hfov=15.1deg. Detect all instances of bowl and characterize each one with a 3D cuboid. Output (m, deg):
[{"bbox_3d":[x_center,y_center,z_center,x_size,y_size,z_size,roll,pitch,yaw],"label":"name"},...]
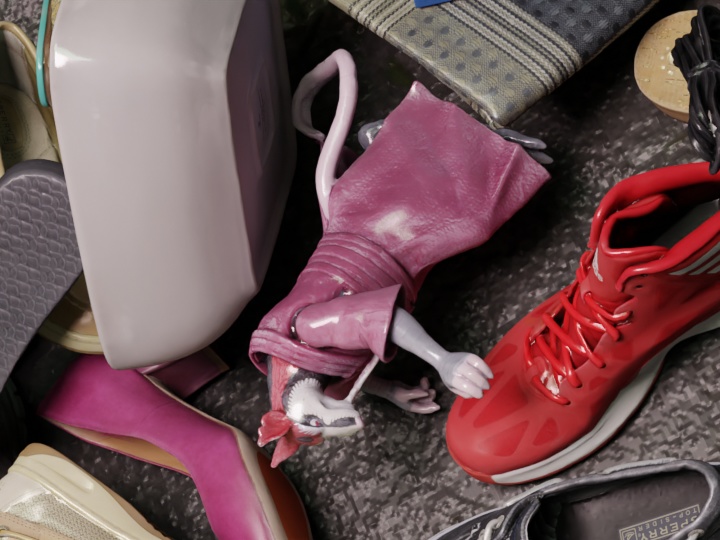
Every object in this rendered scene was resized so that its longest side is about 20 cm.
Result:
[{"bbox_3d":[-0.081,-0.071,1.288,0.075,0.200,0.200,1,34,9],"label":"bowl"}]

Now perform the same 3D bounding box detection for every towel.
[{"bbox_3d":[0.066,-0.175,1.315,0.193,0.035,0.200,-42,61,-15],"label":"towel"}]

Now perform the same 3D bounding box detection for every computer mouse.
[{"bbox_3d":[0.200,-0.027,1.173,0.046,0.200,0.140,-43,23,25],"label":"computer mouse"}]

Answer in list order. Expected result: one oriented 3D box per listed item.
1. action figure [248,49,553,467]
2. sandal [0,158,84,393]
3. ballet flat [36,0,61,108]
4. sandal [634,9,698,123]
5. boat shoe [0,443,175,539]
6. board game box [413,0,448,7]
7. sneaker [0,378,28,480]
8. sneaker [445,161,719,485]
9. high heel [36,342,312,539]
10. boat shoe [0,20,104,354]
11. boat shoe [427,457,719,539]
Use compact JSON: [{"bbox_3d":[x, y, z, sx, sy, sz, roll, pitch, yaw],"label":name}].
[{"bbox_3d":[0.000,0.000,1.250,0.149,0.134,0.200,39,62,-5],"label":"action figure"},{"bbox_3d":[-0.192,0.029,1.303,0.200,0.076,0.043,-44,15,15],"label":"sandal"},{"bbox_3d":[-0.137,-0.152,1.426,0.071,0.071,0.200,-29,39,18],"label":"ballet flat"},{"bbox_3d":[0.215,-0.099,1.222,0.212,0.070,0.078,1,75,29],"label":"sandal"},{"bbox_3d":[-0.098,0.162,1.282,0.200,0.072,0.065,34,67,13],"label":"boat shoe"},{"bbox_3d":[0.110,-0.214,1.283,0.200,0.045,0.152,-11,58,4],"label":"board game box"},{"bbox_3d":[-0.207,0.101,1.370,0.200,0.091,0.076,45,116,33],"label":"sneaker"},{"bbox_3d":[0.101,0.014,1.220,0.200,0.116,0.078,-42,59,11],"label":"sneaker"},{"bbox_3d":[-0.090,0.105,1.317,0.096,0.067,0.200,-35,41,5],"label":"high heel"},{"bbox_3d":[-0.158,-0.041,1.375,0.201,0.073,0.063,63,142,39],"label":"boat shoe"},{"bbox_3d":[0.081,0.131,1.221,0.200,0.068,0.072,-19,66,24],"label":"boat shoe"}]
